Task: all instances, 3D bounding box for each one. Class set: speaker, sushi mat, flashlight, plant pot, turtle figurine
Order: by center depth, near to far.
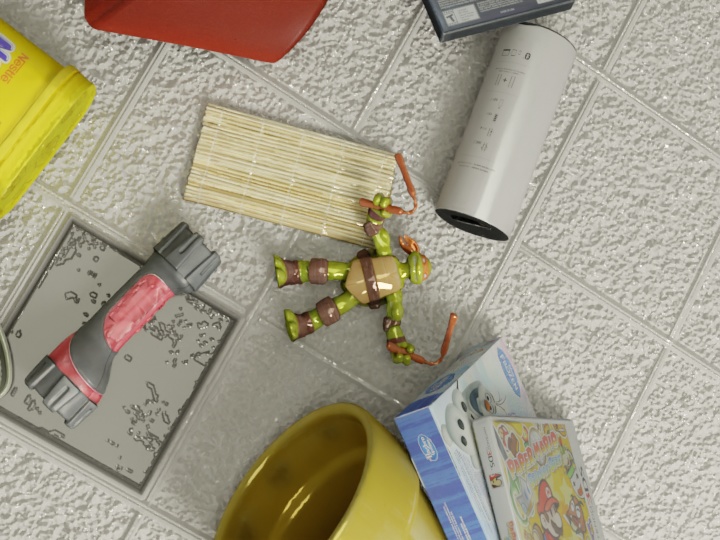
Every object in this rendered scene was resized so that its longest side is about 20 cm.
[{"bbox_3d":[-0.110,-0.311,0.922,0.197,0.175,0.204,4,85,-32],"label":"plant pot"},{"bbox_3d":[-0.001,0.253,0.945,0.189,0.200,0.202,43,79,-22],"label":"plant pot"},{"bbox_3d":[-0.208,0.047,0.962,0.068,0.068,0.200,46,79,-6],"label":"flashlight"},{"bbox_3d":[0.000,0.000,1.016,0.158,0.064,0.204,-12,98,-6],"label":"turtle figurine"},{"bbox_3d":[-0.064,-0.090,1.032,0.197,0.012,0.097,14,83,-12],"label":"sushi mat"},{"bbox_3d":[0.141,-0.134,1.048,0.080,0.081,0.203,22,82,-11],"label":"speaker"}]

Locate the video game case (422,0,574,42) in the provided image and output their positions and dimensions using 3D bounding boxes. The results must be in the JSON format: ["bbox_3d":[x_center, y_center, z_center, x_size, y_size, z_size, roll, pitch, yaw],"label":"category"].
[{"bbox_3d":[0.107,-0.325,1.049,0.141,0.019,0.203,-16,70,-13],"label":"video game case"}]

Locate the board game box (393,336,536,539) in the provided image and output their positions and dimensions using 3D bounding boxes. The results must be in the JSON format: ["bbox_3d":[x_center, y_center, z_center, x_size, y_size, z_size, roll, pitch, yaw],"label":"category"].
[{"bbox_3d":[0.123,0.185,0.979,0.043,0.198,0.203,-22,93,29],"label":"board game box"}]

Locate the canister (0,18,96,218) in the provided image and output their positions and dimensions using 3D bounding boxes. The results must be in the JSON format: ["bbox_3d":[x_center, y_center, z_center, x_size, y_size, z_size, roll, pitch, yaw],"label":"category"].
[{"bbox_3d":[-0.354,-0.163,0.932,0.199,0.086,0.149,37,79,-7],"label":"canister"}]

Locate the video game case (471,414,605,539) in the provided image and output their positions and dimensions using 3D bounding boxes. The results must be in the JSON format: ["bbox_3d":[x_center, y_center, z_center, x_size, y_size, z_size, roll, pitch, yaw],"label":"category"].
[{"bbox_3d":[0.173,0.224,0.969,0.023,0.199,0.185,-22,71,28],"label":"video game case"}]

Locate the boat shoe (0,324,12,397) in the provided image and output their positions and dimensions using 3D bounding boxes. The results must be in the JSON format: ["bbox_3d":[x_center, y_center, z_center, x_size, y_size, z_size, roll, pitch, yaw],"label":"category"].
[{"bbox_3d":[-0.368,0.025,0.929,0.071,0.060,0.204,-28,93,-13],"label":"boat shoe"}]
